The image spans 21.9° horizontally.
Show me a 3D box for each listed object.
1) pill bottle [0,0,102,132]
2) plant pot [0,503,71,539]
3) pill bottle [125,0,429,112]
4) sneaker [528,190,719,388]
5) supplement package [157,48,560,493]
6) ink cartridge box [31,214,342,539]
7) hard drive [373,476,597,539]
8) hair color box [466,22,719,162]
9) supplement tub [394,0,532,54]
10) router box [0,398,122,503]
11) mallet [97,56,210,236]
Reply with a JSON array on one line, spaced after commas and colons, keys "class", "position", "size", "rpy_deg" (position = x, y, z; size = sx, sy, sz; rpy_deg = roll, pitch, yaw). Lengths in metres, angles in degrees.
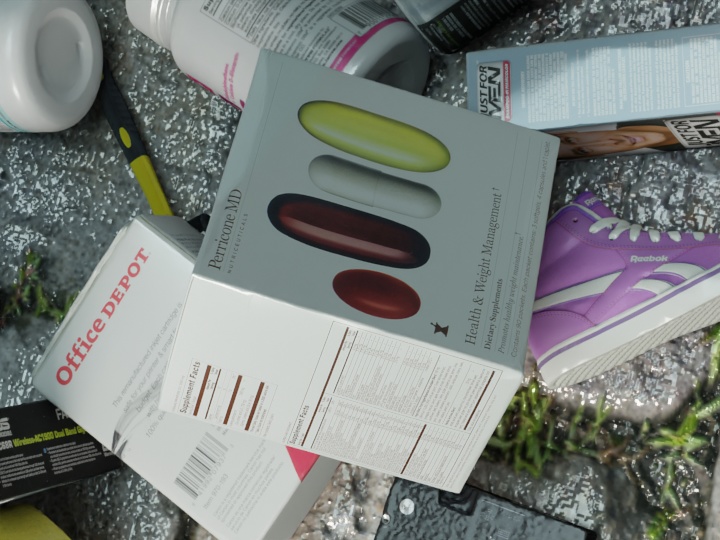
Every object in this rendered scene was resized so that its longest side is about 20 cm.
[{"class": "pill bottle", "position": [-0.299, -0.158, 1.382], "size": [0.199, 0.111, 0.111], "rpy_deg": [3, 81, 29]}, {"class": "plant pot", "position": [-0.248, 0.244, 1.272], "size": [0.200, 0.200, 0.142], "rpy_deg": [37, 69, 22]}, {"class": "pill bottle", "position": [-0.060, -0.163, 1.298], "size": [0.200, 0.113, 0.114], "rpy_deg": [34, 93, 23]}, {"class": "sneaker", "position": [0.189, -0.014, 1.203], "size": [0.200, 0.073, 0.115], "rpy_deg": [-24, 70, 15]}, {"class": "supplement package", "position": [0.000, 0.000, 1.154], "size": [0.199, 0.147, 0.192], "rpy_deg": [16, 52, -4]}, {"class": "ink cartridge box", "position": [-0.101, 0.075, 1.265], "size": [0.200, 0.083, 0.146], "rpy_deg": [37, 103, 14]}, {"class": "hard drive", "position": [0.059, 0.243, 1.223], "size": [0.139, 0.038, 0.201], "rpy_deg": [17, 86, 22]}, {"class": "hair color box", "position": [0.177, -0.113, 1.208], "size": [0.199, 0.099, 0.061], "rpy_deg": [-4, 80, 20]}, {"class": "supplement tub", "position": [0.105, -0.247, 1.247], "size": [0.200, 0.122, 0.123], "rpy_deg": [-34, 71, 11]}, {"class": "router box", "position": [-0.274, 0.137, 1.279], "size": [0.149, 0.200, 0.062], "rpy_deg": [-18, 86, 17]}, {"class": "mallet", "position": [-0.151, -0.079, 1.361], "size": [0.066, 0.041, 0.201], "rpy_deg": [-26, 69, 16]}]
